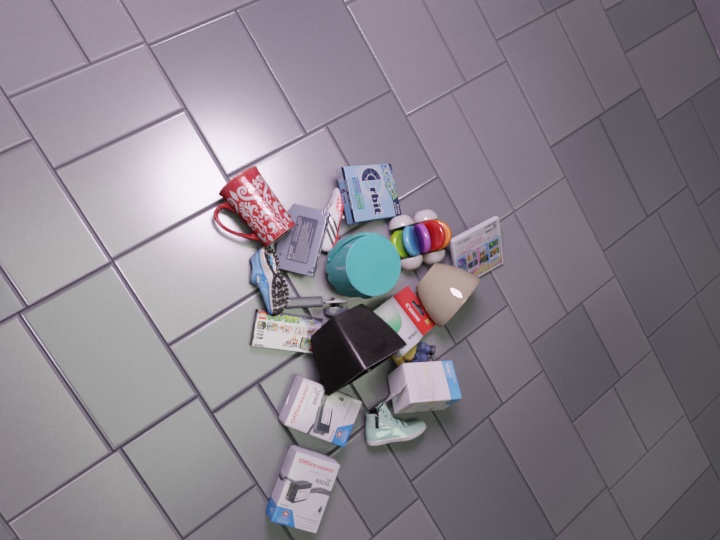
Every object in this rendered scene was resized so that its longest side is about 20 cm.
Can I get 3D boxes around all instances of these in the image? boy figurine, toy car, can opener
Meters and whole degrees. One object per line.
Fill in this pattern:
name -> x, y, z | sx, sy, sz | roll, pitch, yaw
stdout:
boy figurine -> 0.137, 0.250, 1.715 | 0.200, 0.064, 0.125 | 17, 80, -18
toy car -> 0.194, -0.101, 1.711 | 0.200, 0.150, 0.176 | -14, 92, -20
can opener -> -0.131, 0.111, 1.630 | 0.199, 0.053, 0.067 | -2, 87, -19

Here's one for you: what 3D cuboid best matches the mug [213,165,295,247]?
mug -> -0.301, -0.165, 1.545 | 0.177, 0.133, 0.200 | -36, 95, 25

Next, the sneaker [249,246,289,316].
sneaker -> -0.271, 0.036, 1.573 | 0.078, 0.090, 0.201 | 0, 75, -58

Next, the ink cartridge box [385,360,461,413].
ink cartridge box -> 0.182, 0.359, 1.668 | 0.199, 0.129, 0.126 | 2, 61, -23

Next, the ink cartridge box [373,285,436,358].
ink cartridge box -> 0.139, 0.151, 1.690 | 0.200, 0.050, 0.161 | -35, 85, -30

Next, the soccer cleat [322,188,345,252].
soccer cleat -> -0.098, -0.156, 1.652 | 0.085, 0.069, 0.201 | 9, 88, -24

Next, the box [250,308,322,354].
box -> -0.217, 0.181, 1.603 | 0.199, 0.035, 0.110 | 11, 83, -19

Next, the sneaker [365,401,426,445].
sneaker -> 0.109, 0.464, 1.683 | 0.200, 0.074, 0.119 | -8, 96, -18

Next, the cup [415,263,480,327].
cup -> 0.260, 0.060, 1.720 | 0.143, 0.200, 0.200 | 38, 74, 5

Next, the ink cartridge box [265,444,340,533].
ink cartridge box -> -0.165, 0.629, 1.569 | 0.145, 0.084, 0.200 | 24, 79, -17

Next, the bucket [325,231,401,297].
bucket -> 0.013, -0.015, 1.601 | 0.207, 0.135, 0.208 | 1, 89, -25

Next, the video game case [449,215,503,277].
video game case -> 0.390, -0.062, 1.810 | 0.200, 0.024, 0.182 | -27, 122, -20

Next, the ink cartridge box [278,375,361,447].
ink cartridge box -> -0.118, 0.414, 1.599 | 0.200, 0.084, 0.145 | 26, 78, -17

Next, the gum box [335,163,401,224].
gum box -> 0.029, -0.240, 1.683 | 0.200, 0.045, 0.170 | -14, 91, -39

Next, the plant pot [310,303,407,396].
plant pot -> -0.026, 0.216, 1.572 | 0.200, 0.200, 0.178 | -22, 73, -47

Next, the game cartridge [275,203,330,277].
game cartridge -> -0.177, -0.091, 1.605 | 0.133, 0.042, 0.201 | 14, 86, 12
